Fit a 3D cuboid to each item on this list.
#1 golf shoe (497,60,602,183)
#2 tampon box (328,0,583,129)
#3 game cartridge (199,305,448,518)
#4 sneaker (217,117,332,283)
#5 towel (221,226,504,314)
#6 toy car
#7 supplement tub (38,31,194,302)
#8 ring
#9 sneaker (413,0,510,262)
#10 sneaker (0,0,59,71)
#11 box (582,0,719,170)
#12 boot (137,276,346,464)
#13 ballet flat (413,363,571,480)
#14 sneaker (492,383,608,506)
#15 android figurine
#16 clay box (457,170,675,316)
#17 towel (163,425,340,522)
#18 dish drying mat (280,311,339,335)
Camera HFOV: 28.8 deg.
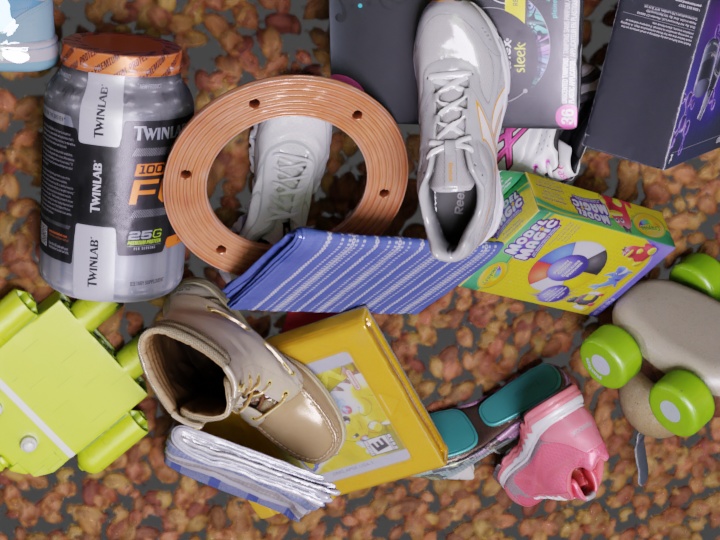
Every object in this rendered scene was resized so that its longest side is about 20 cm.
[{"bbox_3d":[0.144,-0.097,1.229,0.072,0.092,0.201,24,106,-44],"label":"golf shoe"},{"bbox_3d":[0.080,-0.203,1.130,0.197,0.126,0.152,2,110,10],"label":"tampon box"},{"bbox_3d":[-0.045,0.134,1.266,0.198,0.033,0.177,-20,118,19],"label":"game cartridge"},{"bbox_3d":[-0.067,-0.064,1.206,0.074,0.081,0.202,11,106,-15],"label":"sneaker"},{"bbox_3d":[0.000,0.000,1.161,0.198,0.145,0.024,2,66,-32],"label":"towel"},{"bbox_3d":[0.304,0.117,1.330,0.164,0.157,0.201,-34,141,-28],"label":"toy car"},{"bbox_3d":[-0.199,-0.085,1.144,0.121,0.123,0.202,1,110,-13],"label":"supplement tub"},{"bbox_3d":[-0.059,-0.073,1.121,0.198,0.019,0.202,-6,132,-7],"label":"ring"},{"bbox_3d":[0.074,-0.101,1.051,0.075,0.092,0.202,-2,110,13],"label":"sneaker"},{"bbox_3d":[-0.332,-0.226,1.087,0.198,0.080,0.132,-2,113,-23],"label":"sneaker"},{"bbox_3d":[0.269,-0.171,1.180,0.078,0.199,0.143,23,111,23],"label":"box"},{"bbox_3d":[-0.094,0.101,1.141,0.073,0.156,0.200,-40,98,11],"label":"boot"},{"bbox_3d":[0.115,0.157,1.343,0.198,0.069,0.072,-26,133,-3],"label":"ballet flat"},{"bbox_3d":[0.181,0.189,1.309,0.073,0.087,0.201,-27,155,-19],"label":"sneaker"},{"bbox_3d":[-0.274,0.103,1.242,0.199,0.041,0.183,-38,114,1],"label":"android figurine"},{"bbox_3d":[0.168,-0.022,1.238,0.198,0.048,0.115,11,138,-35],"label":"clay box"},{"bbox_3d":[-0.101,0.178,1.207,0.145,0.200,0.024,22,73,-5],"label":"towel"},{"bbox_3d":[-0.037,0.067,1.293,0.076,0.018,0.202,16,106,-14],"label":"dish drying mat"}]
